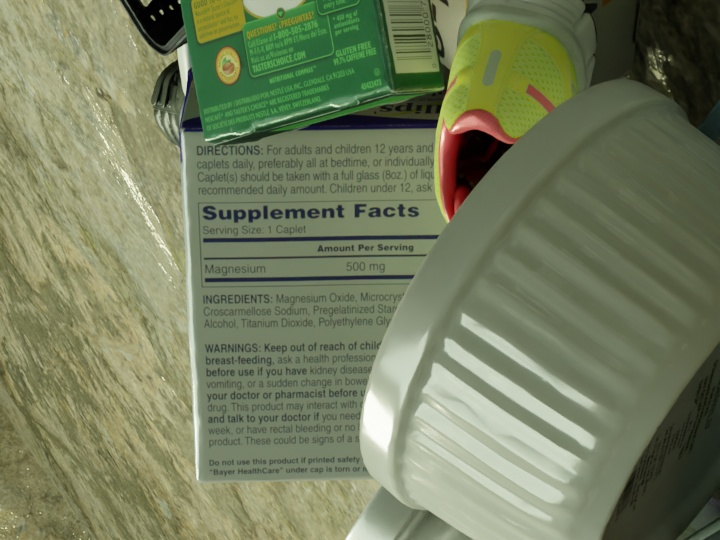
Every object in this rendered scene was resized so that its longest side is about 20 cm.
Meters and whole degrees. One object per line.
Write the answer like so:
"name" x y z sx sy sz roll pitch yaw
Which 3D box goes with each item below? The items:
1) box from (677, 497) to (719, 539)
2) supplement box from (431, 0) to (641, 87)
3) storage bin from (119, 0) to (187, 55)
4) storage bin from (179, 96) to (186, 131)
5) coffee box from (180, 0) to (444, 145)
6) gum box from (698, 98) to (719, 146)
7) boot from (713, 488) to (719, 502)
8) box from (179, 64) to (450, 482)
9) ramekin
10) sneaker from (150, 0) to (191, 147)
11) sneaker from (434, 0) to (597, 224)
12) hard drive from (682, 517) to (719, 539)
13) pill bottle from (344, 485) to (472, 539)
"box" 0.220 0.161 0.811 0.199 0.039 0.042 26 131 -8
"supplement box" 0.040 -0.175 0.815 0.200 0.073 0.127 43 154 31
"storage bin" -0.093 -0.223 1.009 0.136 0.093 0.200 57 159 -4
"storage bin" -0.007 -0.060 1.029 0.201 0.144 0.134 63 -175 -18
"coffee box" -0.033 -0.166 0.773 0.122 0.044 0.202 -11 90 42
"gum box" 0.212 -0.011 0.722 0.170 0.044 0.200 51 158 13
"boot" 0.200 0.150 0.910 0.187 0.069 0.200 -9 130 47
"box" 0.000 0.000 0.914 0.105 0.182 0.202 -95 5 -66
"ramekin" 0.102 0.035 0.707 0.105 0.200 0.201 36 152 24
"sneaker" -0.113 -0.134 1.203 0.099 0.071 0.201 34 154 34
"sneaker" 0.066 -0.030 0.770 0.077 0.091 0.201 7 141 21
"hard drive" 0.219 0.092 0.698 0.200 0.138 0.033 126 132 -60
"pill bottle" 0.090 0.183 0.955 0.199 0.112 0.112 37 155 8
